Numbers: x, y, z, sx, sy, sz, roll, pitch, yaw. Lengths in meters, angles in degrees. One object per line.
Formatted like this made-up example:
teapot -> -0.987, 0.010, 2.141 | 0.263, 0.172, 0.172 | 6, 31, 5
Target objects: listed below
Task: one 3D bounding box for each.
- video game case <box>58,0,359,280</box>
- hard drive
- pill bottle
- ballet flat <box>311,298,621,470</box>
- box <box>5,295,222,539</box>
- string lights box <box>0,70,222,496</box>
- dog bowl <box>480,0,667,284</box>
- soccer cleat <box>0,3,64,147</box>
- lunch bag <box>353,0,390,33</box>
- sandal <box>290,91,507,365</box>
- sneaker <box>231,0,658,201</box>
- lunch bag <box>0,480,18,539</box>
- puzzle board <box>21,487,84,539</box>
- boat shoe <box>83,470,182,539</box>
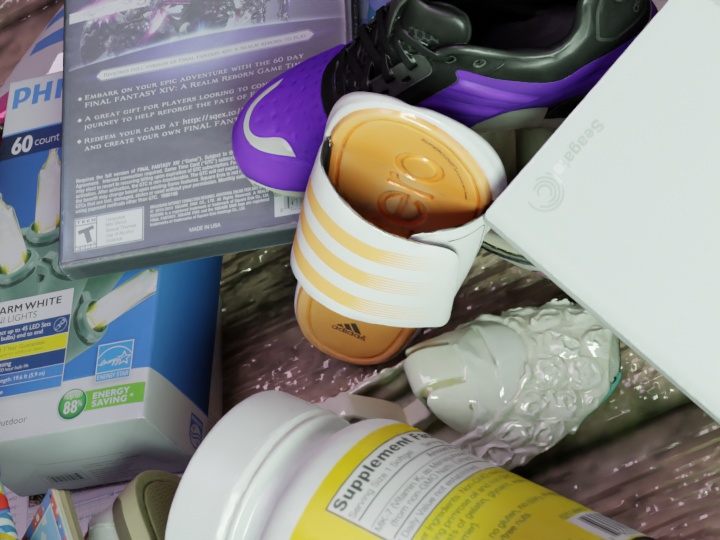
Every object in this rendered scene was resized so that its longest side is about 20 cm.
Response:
video game case -> -0.070, -0.099, 1.162 | 0.143, 0.019, 0.200 | -10, 62, 14
hard drive -> 0.167, -0.005, 0.996 | 0.200, 0.026, 0.132 | 41, 89, 6
pill bottle -> 0.028, 0.128, 0.999 | 0.200, 0.114, 0.114 | 23, 77, 28
ballet flat -> 0.020, 0.067, 1.096 | 0.200, 0.072, 0.072 | -29, 51, 15
box -> -0.133, 0.109, 1.192 | 0.144, 0.036, 0.200 | -18, 54, 24
string lights box -> -0.121, -0.001, 1.186 | 0.103, 0.059, 0.200 | -11, 58, 24
dog bowl -> 0.126, -0.075, 1.105 | 0.200, 0.074, 0.201 | -16, 55, 25
soccer cleat -> -0.143, -0.100, 1.311 | 0.200, 0.070, 0.086 | -49, 21, 7
lunch bag -> 0.016, -0.181, 1.233 | 0.161, 0.082, 0.200 | -45, 49, 4
sandal -> 0.008, 0.003, 1.063 | 0.079, 0.207, 0.059 | 19, 58, 2
sneaker -> 0.027, -0.093, 1.054 | 0.200, 0.100, 0.070 | -16, 61, 18
lunch bag -> -0.194, 0.201, 1.070 | 0.094, 0.200, 0.151 | -6, 53, -23
puzzle board -> -0.131, 0.214, 1.046 | 0.151, 0.017, 0.200 | -58, 40, 38
boat shoe -> -0.076, 0.182, 1.053 | 0.068, 0.075, 0.200 | -44, 42, 27
